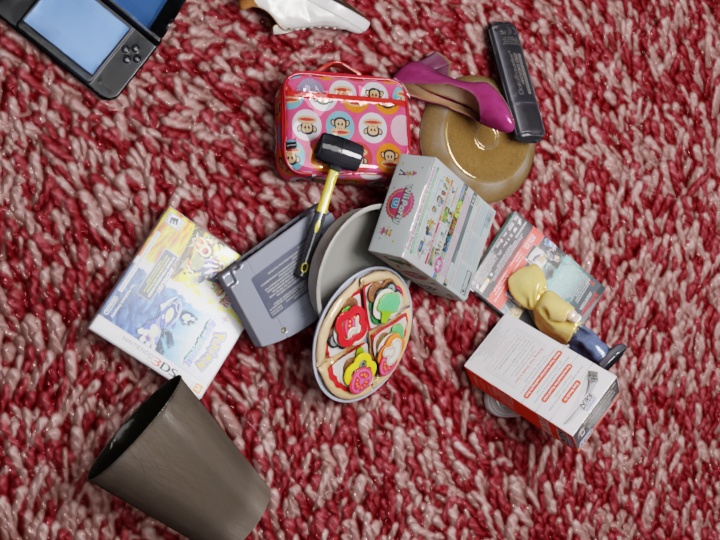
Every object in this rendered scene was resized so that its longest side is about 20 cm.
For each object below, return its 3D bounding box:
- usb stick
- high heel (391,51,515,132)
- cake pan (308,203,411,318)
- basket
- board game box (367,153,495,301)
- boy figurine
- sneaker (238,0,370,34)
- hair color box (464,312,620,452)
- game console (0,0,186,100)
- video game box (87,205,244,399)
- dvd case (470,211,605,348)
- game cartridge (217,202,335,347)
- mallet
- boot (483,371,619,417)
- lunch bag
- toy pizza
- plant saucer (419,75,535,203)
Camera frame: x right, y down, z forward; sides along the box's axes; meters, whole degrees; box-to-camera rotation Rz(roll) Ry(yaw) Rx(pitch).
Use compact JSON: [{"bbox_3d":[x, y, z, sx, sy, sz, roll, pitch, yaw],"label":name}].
[{"bbox_3d":[0.238,-0.290,1.440,0.055,0.033,0.203,-4,72,-25],"label":"usb stick"},{"bbox_3d":[0.134,-0.245,1.377,0.096,0.068,0.200,-33,53,-19],"label":"high heel"},{"bbox_3d":[0.000,0.000,1.326,0.199,0.036,0.203,-24,124,-40],"label":"cake pan"},{"bbox_3d":[-0.228,0.272,1.244,0.180,0.136,0.200,-45,105,2],"label":"basket"},{"bbox_3d":[0.107,-0.058,1.344,0.200,0.064,0.149,33,74,-53],"label":"board game box"},{"bbox_3d":[0.304,0.074,1.410,0.064,0.125,0.200,-40,67,-7],"label":"boy figurine"},{"bbox_3d":[-0.085,-0.375,1.364,0.198,0.073,0.085,18,112,-22],"label":"sneaker"},{"bbox_3d":[0.264,0.161,1.373,0.111,0.199,0.064,-48,143,-14],"label":"hair color box"},{"bbox_3d":[-0.357,-0.360,1.242,0.199,0.116,0.177,38,77,-11],"label":"game console"},{"bbox_3d":[-0.245,0.045,1.293,0.181,0.047,0.201,35,78,-16],"label":"video game box"},{"bbox_3d":[0.275,0.026,1.469,0.199,0.022,0.147,37,77,-11],"label":"dvd case"},{"bbox_3d":[-0.095,0.011,1.313,0.199,0.041,0.134,-38,116,-32],"label":"game cartridge"},{"bbox_3d":[-0.061,-0.091,1.286,0.065,0.041,0.202,24,90,-13],"label":"mallet"},{"bbox_3d":[0.292,0.180,1.427,0.197,0.095,0.075,-13,91,-17],"label":"boot"},{"bbox_3d":[-0.026,-0.215,1.360,0.197,0.082,0.179,1,83,-17],"label":"lunch bag"},{"bbox_3d":[0.011,0.094,1.324,0.199,0.032,0.203,-21,120,-40],"label":"toy pizza"},{"bbox_3d":[0.190,-0.205,1.446,0.197,0.035,0.203,1,87,-18],"label":"plant saucer"}]
